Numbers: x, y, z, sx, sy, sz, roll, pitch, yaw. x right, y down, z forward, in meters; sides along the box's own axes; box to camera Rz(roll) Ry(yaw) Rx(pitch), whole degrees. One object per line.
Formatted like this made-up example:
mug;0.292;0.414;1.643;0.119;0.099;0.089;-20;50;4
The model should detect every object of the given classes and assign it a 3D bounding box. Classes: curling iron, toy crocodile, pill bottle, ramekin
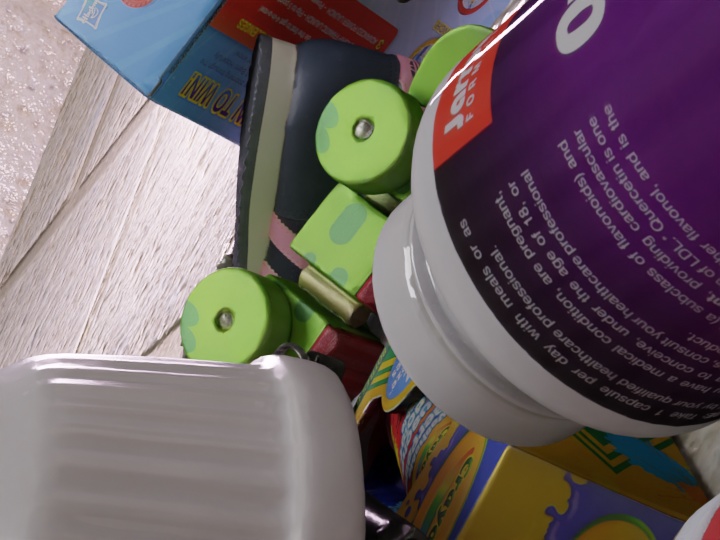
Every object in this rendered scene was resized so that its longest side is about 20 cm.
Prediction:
curling iron;-0.012;0.059;0.749;0.050;0.026;0.200;-66;13;3
toy crocodile;0.000;0.000;0.868;0.062;0.067;0.200;40;97;35
pill bottle;0.088;-0.033;0.595;0.200;0.112;0.113;-39;28;45
ramekin;-0.073;0.114;0.685;0.202;0.094;0.203;-167;90;-77

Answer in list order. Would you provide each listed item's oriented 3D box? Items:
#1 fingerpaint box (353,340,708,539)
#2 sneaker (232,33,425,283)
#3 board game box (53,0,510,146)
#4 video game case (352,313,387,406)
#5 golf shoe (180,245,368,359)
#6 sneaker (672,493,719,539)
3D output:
fingerpaint box;0.016;0.117;0.757;0.200;0.073;0.167;-63;13;14
sneaker;-0.008;-0.002;0.968;0.200;0.082;0.070;96;175;-47
board game box;0.001;-0.137;0.993;0.196;0.056;0.200;-52;-24;6
video game case;0.049;-0.022;0.955;0.182;0.023;0.200;-54;11;43
golf shoe;-0.042;0.049;1.100;0.097;0.078;0.200;-65;-2;-71
sneaker;0.088;0.108;0.492;0.113;0.071;0.200;127;165;-55
